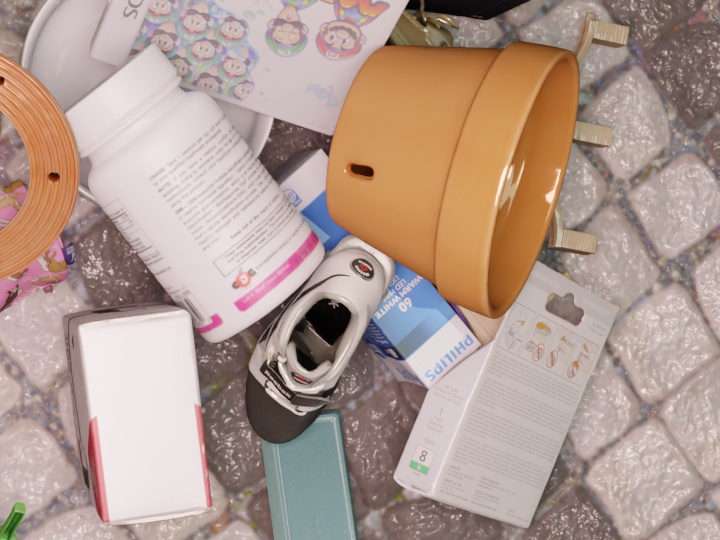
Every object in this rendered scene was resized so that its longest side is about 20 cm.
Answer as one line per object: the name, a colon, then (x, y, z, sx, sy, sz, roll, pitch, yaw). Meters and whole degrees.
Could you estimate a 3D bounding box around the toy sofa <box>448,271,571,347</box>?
toy sofa: (0.067, -0.032, 1.598, 0.098, 0.083, 0.200, -43, 101, -14)

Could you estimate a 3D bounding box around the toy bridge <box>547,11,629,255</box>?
toy bridge: (0.177, -0.117, 1.658, 0.067, 0.027, 0.202, 9, 88, -14)

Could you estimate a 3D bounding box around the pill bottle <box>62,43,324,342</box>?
pill bottle: (-0.127, -0.058, 1.444, 0.113, 0.113, 0.200, -39, 101, -12)

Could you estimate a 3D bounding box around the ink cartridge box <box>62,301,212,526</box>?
ink cartridge box: (-0.170, 0.102, 1.475, 0.082, 0.200, 0.148, -7, 92, -12)

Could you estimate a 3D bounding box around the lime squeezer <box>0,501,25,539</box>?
lime squeezer: (-0.281, 0.243, 1.517, 0.037, 0.071, 0.201, 5, 119, -31)

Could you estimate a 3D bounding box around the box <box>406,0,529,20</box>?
box: (0.050, -0.268, 1.533, 0.181, 0.200, 0.105, 6, 87, -16)

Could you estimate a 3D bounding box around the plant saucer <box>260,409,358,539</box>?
plant saucer: (-0.034, 0.210, 1.577, 0.069, 0.019, 0.201, -4, 74, -16)

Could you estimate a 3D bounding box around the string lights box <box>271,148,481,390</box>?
string lights box: (0.000, 0.000, 1.570, 0.059, 0.103, 0.200, -42, 101, -10)

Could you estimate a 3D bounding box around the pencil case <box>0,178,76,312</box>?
pencil case: (-0.315, 0.014, 1.496, 0.199, 0.083, 0.087, -31, 77, -13)

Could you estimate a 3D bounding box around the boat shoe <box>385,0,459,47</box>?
boat shoe: (0.062, -0.166, 1.583, 0.063, 0.073, 0.200, -52, 129, -6)

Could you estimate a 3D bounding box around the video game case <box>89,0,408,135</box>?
video game case: (-0.077, -0.192, 1.438, 0.199, 0.182, 0.024, 17, 46, -15)

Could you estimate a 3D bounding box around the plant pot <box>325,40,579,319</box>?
plant pot: (0.064, -0.081, 1.443, 0.139, 0.200, 0.201, 18, 85, 15)

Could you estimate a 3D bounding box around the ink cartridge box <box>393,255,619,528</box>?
ink cartridge box: (0.118, 0.097, 1.582, 0.161, 0.050, 0.201, 26, 84, -53)

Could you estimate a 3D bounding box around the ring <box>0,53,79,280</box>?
ring: (-0.299, -0.077, 1.408, 0.199, 0.019, 0.202, -1, 120, -1)

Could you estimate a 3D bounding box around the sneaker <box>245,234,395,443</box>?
sneaker: (-0.046, 0.067, 1.506, 0.074, 0.089, 0.201, 28, 124, 2)

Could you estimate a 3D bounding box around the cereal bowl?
cereal bowl: (-0.169, -0.141, 1.533, 0.199, 0.083, 0.202, 0, 91, -16)
